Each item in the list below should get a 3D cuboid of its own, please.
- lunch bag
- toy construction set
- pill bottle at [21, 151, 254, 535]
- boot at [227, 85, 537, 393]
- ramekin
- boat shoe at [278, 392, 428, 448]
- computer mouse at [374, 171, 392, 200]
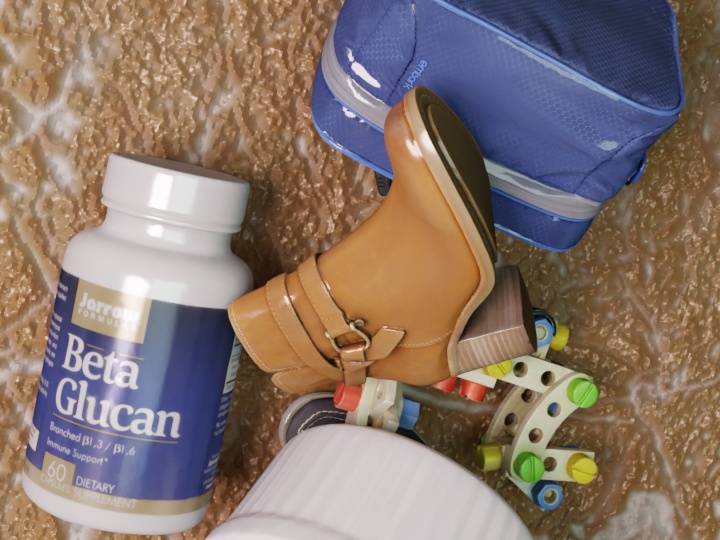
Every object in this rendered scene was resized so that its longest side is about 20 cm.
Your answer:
[{"bbox_3d":[0.078,-0.105,0.723,0.199,0.136,0.133,26,131,-11],"label":"lunch bag"},{"bbox_3d":[0.070,0.077,0.833,0.199,0.092,0.132,17,95,-31],"label":"toy construction set"},{"bbox_3d":[-0.123,0.039,0.742,0.110,0.111,0.201,10,97,-20],"label":"pill bottle"},{"bbox_3d":[0.000,0.000,0.683,0.154,0.074,0.201,-12,134,13],"label":"boot"},{"bbox_3d":[0.010,0.182,0.756,0.201,0.200,0.098,48,52,-20],"label":"ramekin"},{"bbox_3d":[0.034,0.148,0.843,0.200,0.063,0.073,40,86,-21],"label":"boat shoe"},{"bbox_3d":[0.101,-0.097,0.830,0.199,0.044,0.110,-14,103,-16],"label":"computer mouse"}]
